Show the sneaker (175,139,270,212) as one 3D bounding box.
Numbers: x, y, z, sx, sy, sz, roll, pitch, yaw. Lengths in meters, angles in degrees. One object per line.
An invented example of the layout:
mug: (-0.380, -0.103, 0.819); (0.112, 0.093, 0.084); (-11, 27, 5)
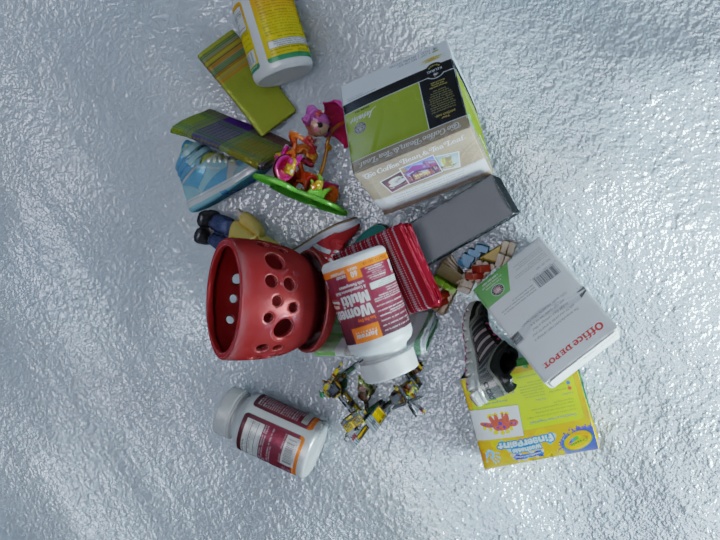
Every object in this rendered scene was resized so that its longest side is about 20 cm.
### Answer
sneaker: (-0.269, -0.207, 1.364); (0.199, 0.080, 0.131); (-26, 90, 16)

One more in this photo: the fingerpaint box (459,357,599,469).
fingerpaint box: (0.294, 0.239, 1.256); (0.198, 0.073, 0.168); (-16, 91, 18)

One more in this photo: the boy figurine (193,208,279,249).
boy figurine: (-0.224, -0.048, 1.352); (0.199, 0.064, 0.125); (24, 104, 33)

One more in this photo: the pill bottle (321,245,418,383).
pill bottle: (0.018, 0.070, 1.149); (0.109, 0.109, 0.202); (-19, 91, 17)

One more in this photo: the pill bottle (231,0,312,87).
pill bottle: (-0.165, -0.443, 1.288); (0.112, 0.113, 0.202); (-17, 91, 17)

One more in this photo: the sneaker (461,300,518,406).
sneaker: (0.224, 0.134, 1.222); (0.087, 0.201, 0.074); (-14, 135, 19)

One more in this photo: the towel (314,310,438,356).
towel: (0.031, 0.110, 1.278); (0.198, 0.149, 0.031); (-3, 108, 17)

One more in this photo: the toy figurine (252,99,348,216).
toy figurine: (-0.079, -0.216, 1.269); (0.149, 0.199, 0.186); (19, 89, 43)

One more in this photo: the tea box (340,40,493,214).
tea box: (0.090, -0.232, 1.188); (0.198, 0.134, 0.198); (-19, 56, 18)

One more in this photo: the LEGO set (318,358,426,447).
LEGO set: (0.014, 0.221, 1.302); (0.199, 0.116, 0.155); (-31, 91, 22)

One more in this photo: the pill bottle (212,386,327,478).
pill bottle: (-0.173, 0.304, 1.377); (0.198, 0.114, 0.115); (21, 102, 13)

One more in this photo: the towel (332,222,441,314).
towel: (0.042, 0.011, 1.206); (0.199, 0.022, 0.146); (-21, 94, 50)

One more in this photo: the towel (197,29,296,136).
towel: (-0.212, -0.349, 1.347); (0.086, 0.018, 0.200); (-38, 85, -7)

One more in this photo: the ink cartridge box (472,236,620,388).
ink cartridge box: (0.305, 0.070, 1.184); (0.146, 0.084, 0.201); (-38, 64, 9)

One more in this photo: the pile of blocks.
pile of blocks: (0.183, 0.002, 1.266); (0.199, 0.062, 0.082); (-38, 86, 16)

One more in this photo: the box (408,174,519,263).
box: (0.161, -0.078, 1.222); (0.199, 0.141, 0.079); (-30, 88, 16)

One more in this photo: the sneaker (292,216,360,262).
sneaker: (-0.063, -0.010, 1.331); (0.199, 0.071, 0.113); (-31, 83, 25)

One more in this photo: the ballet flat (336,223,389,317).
ballet flat: (0.000, 0.000, 1.316); (0.072, 0.072, 0.201); (37, 104, 9)

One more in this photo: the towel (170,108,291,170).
towel: (-0.228, -0.239, 1.318); (0.199, 0.144, 0.023); (24, 121, 12)

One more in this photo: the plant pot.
plant pot: (-0.150, 0.049, 1.218); (0.200, 0.181, 0.203); (-8, 81, 59)
